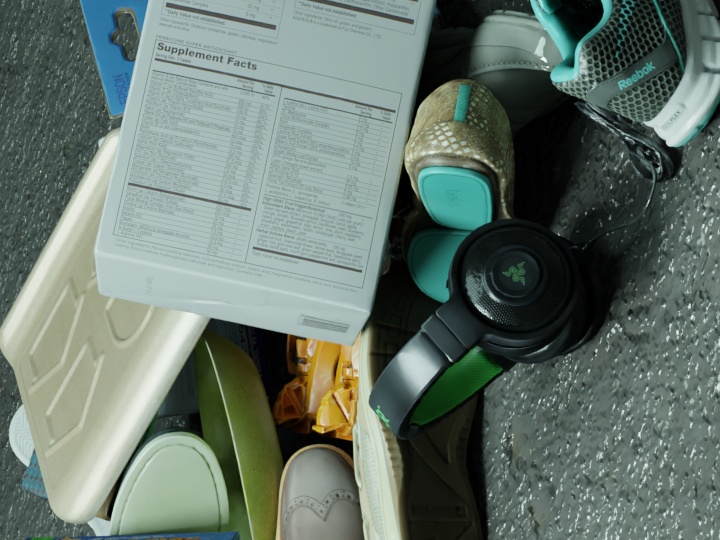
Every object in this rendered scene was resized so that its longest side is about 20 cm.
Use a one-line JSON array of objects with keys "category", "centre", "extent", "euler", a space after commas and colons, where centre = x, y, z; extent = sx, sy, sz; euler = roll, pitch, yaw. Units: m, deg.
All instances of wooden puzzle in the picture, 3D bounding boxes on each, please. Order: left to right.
[{"category": "wooden puzzle", "centre": [-0.151, 0.034, 1.813], "extent": [0.185, 0.046, 0.200], "euler": [-59, 32, 21]}]

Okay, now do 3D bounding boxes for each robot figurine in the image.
[{"category": "robot figurine", "centre": [0.000, 0.000, 1.718], "extent": [0.145, 0.058, 0.201], "euler": [179, 100, -66]}]

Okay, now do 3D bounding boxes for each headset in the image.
[{"category": "headset", "centre": [0.077, 0.000, 1.489], "extent": [0.200, 0.123, 0.094], "euler": [-42, 77, 8]}]

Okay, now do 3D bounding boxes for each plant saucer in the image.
[{"category": "plant saucer", "centre": [-0.067, 0.130, 1.770], "extent": [0.200, 0.031, 0.201], "euler": [170, 90, -81]}]

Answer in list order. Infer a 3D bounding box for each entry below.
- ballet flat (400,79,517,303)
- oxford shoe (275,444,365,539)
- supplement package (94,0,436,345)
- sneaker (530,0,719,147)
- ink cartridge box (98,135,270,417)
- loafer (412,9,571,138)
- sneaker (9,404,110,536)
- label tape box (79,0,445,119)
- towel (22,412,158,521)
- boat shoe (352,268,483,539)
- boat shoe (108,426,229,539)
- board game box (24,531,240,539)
[{"category": "ballet flat", "centre": [0.058, -0.043, 1.556], "extent": [0.200, 0.070, 0.065], "euler": [94, -174, -69]}, {"category": "oxford shoe", "centre": [-0.008, 0.182, 1.628], "extent": [0.073, 0.071, 0.200], "euler": [77, 180, -64]}, {"category": "supplement package", "centre": [-0.051, -0.079, 1.581], "extent": [0.152, 0.150, 0.200], "euler": [117, 164, -81]}, {"category": "sneaker", "centre": [0.125, -0.158, 1.478], "extent": [0.078, 0.091, 0.200], "euler": [-53, 36, 42]}, {"category": "ink cartridge box", "centre": [-0.106, -0.007, 1.916], "extent": [0.200, 0.043, 0.197], "euler": [-13, 84, 61]}, {"category": "loafer", "centre": [0.078, -0.099, 1.584], "extent": [0.200, 0.070, 0.070], "euler": [171, 113, -73]}, {"category": "sneaker", "centre": [-0.140, 0.165, 1.952], "extent": [0.074, 0.116, 0.200], "euler": [-46, 63, 0]}, {"category": "label tape box", "centre": [-0.058, -0.142, 1.740], "extent": [0.144, 0.200, 0.063], "euler": [-109, 1, -47]}, {"category": "towel", "centre": [-0.154, 0.057, 1.872], "extent": [0.147, 0.022, 0.200], "euler": [8, 79, 62]}, {"category": "boat shoe", "centre": [0.025, 0.098, 1.620], "extent": [0.065, 0.072, 0.200], "euler": [-38, 53, 54]}, {"category": "boat shoe", "centre": [-0.118, 0.164, 1.800], "extent": [0.066, 0.074, 0.200], "euler": [-105, 9, -52]}, {"category": "board game box", "centre": [-0.131, 0.258, 1.750], "extent": [0.034, 0.135, 0.201], "euler": [-47, -47, -74]}]
